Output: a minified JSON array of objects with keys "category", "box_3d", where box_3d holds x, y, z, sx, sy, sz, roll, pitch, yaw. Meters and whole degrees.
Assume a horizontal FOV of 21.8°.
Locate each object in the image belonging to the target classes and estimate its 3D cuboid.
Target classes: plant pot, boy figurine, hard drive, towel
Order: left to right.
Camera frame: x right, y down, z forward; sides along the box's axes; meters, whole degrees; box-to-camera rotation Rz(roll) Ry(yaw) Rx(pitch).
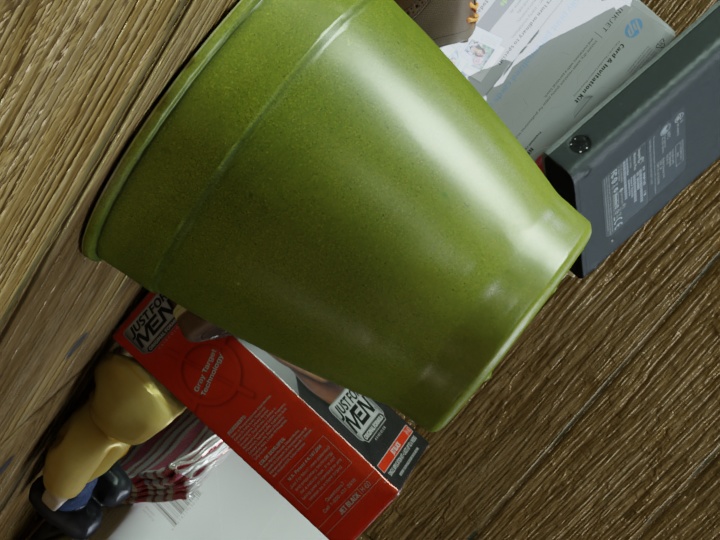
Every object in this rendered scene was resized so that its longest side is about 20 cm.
[{"category":"boy figurine","box_3d":[-0.164,0.107,1.256,0.124,0.064,0.200,-47,178,-37]},{"category":"towel","box_3d":[-0.142,0.117,1.418,0.200,0.030,0.146,-11,-150,52]},{"category":"plant pot","box_3d":[0.002,-0.028,0.915,0.200,0.193,0.200,-52,177,-4]},{"category":"hard drive","box_3d":[0.211,-0.097,1.287,0.200,0.033,0.140,-40,151,-14]}]

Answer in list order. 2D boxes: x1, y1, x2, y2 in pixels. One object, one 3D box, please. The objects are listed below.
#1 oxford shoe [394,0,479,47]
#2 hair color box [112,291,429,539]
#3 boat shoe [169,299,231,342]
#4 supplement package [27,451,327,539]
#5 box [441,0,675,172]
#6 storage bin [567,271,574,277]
[{"category":"oxford shoe","box_3d":[0.047,-0.172,1.072,0.200,0.073,0.071,-54,176,19]},{"category":"hair color box","box_3d":[-0.055,0.078,1.206,0.061,0.200,0.102,-48,179,18]},{"category":"boat shoe","box_3d":[-0.056,-0.008,1.160,0.075,0.075,0.202,-31,171,21]},{"category":"supplement package","box_3d":[-0.160,0.236,1.484,0.200,0.151,0.152,-26,-161,51]},{"category":"box","box_3d":[0.098,-0.148,1.227,0.200,0.041,0.156,29,105,-43]},{"category":"storage bin","box_3d":[0.116,-0.118,1.379,0.199,0.200,0.094,-53,152,9]}]
